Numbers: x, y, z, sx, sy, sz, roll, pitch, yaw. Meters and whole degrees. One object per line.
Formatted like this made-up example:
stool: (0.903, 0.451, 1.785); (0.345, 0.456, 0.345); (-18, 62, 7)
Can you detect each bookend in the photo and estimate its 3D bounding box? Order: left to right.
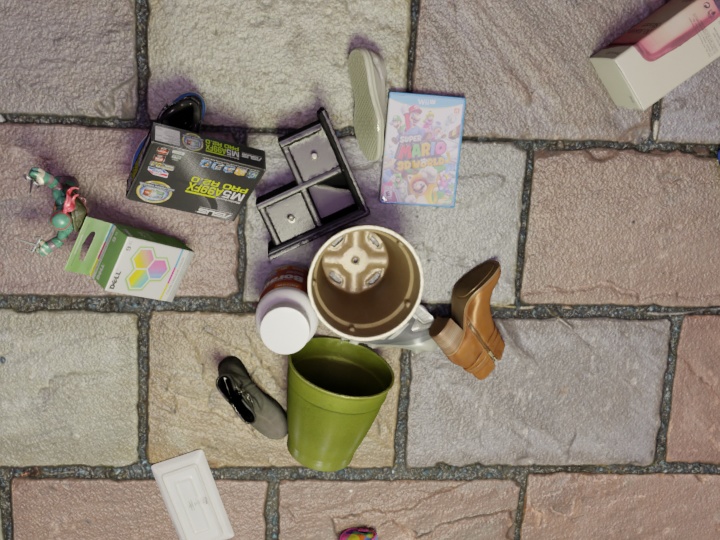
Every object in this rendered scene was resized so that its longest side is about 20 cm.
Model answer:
bookend: (-0.112, -0.156, 1.593); (0.197, 0.092, 0.201); (-23, 104, 0)

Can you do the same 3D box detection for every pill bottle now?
pill bottle: (-0.127, 0.070, 1.586); (0.111, 0.200, 0.113); (0, 108, -1)

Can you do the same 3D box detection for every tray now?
tray: (-0.327, 0.455, 1.755); (0.106, 0.022, 0.202); (-18, 105, -3)

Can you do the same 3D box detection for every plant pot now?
plant pot: (-0.057, 0.258, 1.664); (0.198, 0.201, 0.194); (12, 114, -9)
plant pot: (0.000, 0.000, 1.597); (0.198, 0.184, 0.202); (-2, 105, -6)

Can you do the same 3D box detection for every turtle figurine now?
turtle figurine: (-0.506, -0.096, 1.507); (0.100, 0.200, 0.151); (8, 103, -8)

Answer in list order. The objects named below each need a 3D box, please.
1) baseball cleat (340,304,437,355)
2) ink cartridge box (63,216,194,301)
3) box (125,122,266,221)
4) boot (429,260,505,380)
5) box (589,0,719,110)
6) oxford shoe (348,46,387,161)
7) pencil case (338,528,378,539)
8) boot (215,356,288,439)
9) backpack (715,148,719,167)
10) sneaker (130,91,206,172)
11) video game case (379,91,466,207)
baseball cleat: (0.057, 0.100, 1.696); (0.198, 0.070, 0.107); (9, 96, -18)
ink cartridge box: (-0.397, -0.016, 1.558); (0.199, 0.059, 0.104); (15, 105, -49)
box: (-0.280, -0.162, 1.526); (0.198, 0.045, 0.160); (12, 143, -26)
boot: (0.236, 0.097, 1.707); (0.155, 0.076, 0.201); (42, 74, -27)
box: (0.531, -0.388, 1.592); (0.199, 0.128, 0.109); (-35, 105, 2)
oxford shoe: (0.023, -0.295, 1.592); (0.057, 0.075, 0.202); (-20, 111, -39)
pencil case: (0.012, 0.617, 1.805); (0.088, 0.088, 0.202); (-12, 107, -3)
boot: (-0.204, 0.258, 1.664); (0.068, 0.131, 0.201); (-36, 105, 4)
backpack: (0.774, -0.151, 1.660); (0.161, 0.168, 0.201); (-24, 109, 7)
sneaker: (-0.335, -0.217, 1.543); (0.077, 0.111, 0.200); (37, 97, -13)
video game case: (0.113, -0.219, 1.642); (0.142, 0.018, 0.202); (3, 103, -7)
